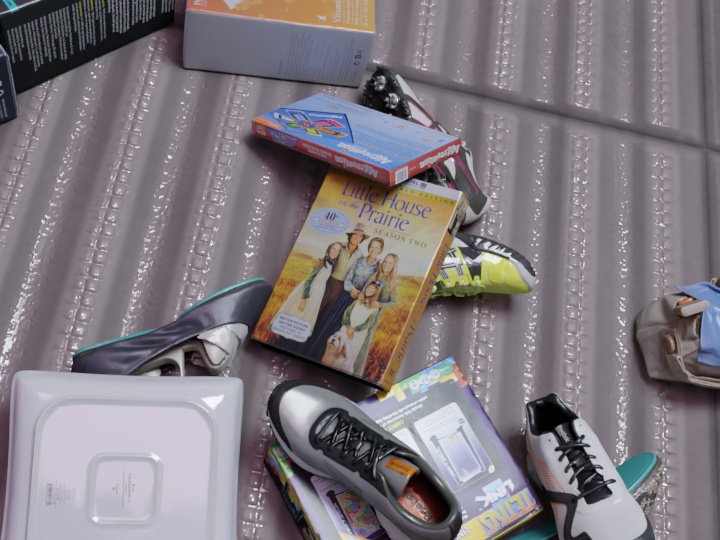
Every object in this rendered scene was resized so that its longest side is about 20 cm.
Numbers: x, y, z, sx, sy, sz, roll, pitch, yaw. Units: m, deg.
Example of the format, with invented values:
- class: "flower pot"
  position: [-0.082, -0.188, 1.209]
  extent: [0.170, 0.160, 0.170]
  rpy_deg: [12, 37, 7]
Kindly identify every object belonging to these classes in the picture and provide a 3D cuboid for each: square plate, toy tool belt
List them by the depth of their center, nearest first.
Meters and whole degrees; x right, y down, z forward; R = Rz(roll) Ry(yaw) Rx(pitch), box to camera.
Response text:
- class: "square plate"
  position: [-0.199, 0.187, 0.854]
  extent: [0.197, 0.028, 0.201]
  rpy_deg: [3, 78, -13]
- class: "toy tool belt"
  position: [0.388, 0.051, 1.023]
  extent: [0.199, 0.123, 0.125]
  rpy_deg: [-6, 65, -15]

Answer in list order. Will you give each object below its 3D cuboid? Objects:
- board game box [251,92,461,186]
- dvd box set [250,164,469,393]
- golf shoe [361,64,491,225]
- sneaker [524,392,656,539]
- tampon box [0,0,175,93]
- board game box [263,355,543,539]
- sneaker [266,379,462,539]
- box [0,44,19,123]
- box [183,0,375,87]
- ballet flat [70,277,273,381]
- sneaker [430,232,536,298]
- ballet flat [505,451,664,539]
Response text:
- class: "board game box"
  position: [-0.007, -0.136, 1.020]
  extent: [0.103, 0.020, 0.200]
  rpy_deg: [-27, 38, -37]
- class: "dvd box set"
  position: [0.000, 0.000, 0.960]
  extent: [0.146, 0.029, 0.201]
  rpy_deg: [18, 75, 26]
- class: "golf shoe"
  position: [0.065, -0.130, 1.085]
  extent: [0.088, 0.077, 0.201]
  rpy_deg: [-9, 67, -38]
- class: "sneaker"
  position: [0.189, 0.182, 0.882]
  extent: [0.073, 0.080, 0.200]
  rpy_deg: [-21, 27, -7]
- class: "tampon box"
  position: [-0.314, -0.311, 1.051]
  extent: [0.200, 0.126, 0.150]
  rpy_deg: [-31, 74, -25]
- class: "board game box"
  position: [0.038, 0.194, 0.915]
  extent: [0.199, 0.057, 0.166]
  rpy_deg: [-23, 73, -21]
- class: "sneaker"
  position: [0.008, 0.156, 0.851]
  extent: [0.200, 0.079, 0.074]
  rpy_deg: [37, 64, 8]
- class: "box"
  position: [-0.458, -0.191, 0.971]
  extent: [0.200, 0.107, 0.149]
  rpy_deg: [-31, 74, -23]
- class: "box"
  position: [-0.089, -0.288, 1.104]
  extent: [0.199, 0.098, 0.125]
  rpy_deg: [4, 63, -10]
- class: "ballet flat"
  position: [-0.162, 0.074, 0.925]
  extent: [0.199, 0.073, 0.073]
  rpy_deg: [-23, 70, -15]
- class: "sneaker"
  position: [0.075, 0.003, 1.016]
  extent: [0.199, 0.075, 0.077]
  rpy_deg: [11, 69, 5]
- class: "ballet flat"
  position: [0.207, 0.246, 0.928]
  extent: [0.199, 0.068, 0.076]
  rpy_deg: [-28, 94, -17]
